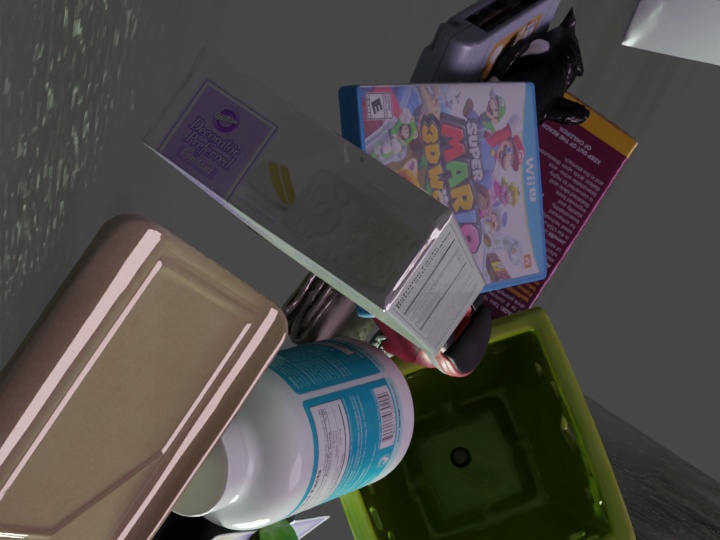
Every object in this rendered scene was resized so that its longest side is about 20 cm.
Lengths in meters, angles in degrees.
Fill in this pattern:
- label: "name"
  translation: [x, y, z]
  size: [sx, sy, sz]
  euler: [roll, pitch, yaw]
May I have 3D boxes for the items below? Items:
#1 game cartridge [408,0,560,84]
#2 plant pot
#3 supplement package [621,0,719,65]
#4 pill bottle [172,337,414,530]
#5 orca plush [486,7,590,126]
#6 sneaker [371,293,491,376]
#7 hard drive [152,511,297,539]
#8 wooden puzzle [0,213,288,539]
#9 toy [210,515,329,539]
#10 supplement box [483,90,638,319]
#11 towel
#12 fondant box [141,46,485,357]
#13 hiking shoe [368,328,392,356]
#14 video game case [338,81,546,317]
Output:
- label: "game cartridge"
  translation: [0.087, -0.147, 1.019]
  size: [0.200, 0.041, 0.133]
  euler: [-40, 155, -51]
- label: "plant pot"
  translation: [0.088, 0.158, 1.084]
  size: [0.199, 0.200, 0.181]
  euler: [-20, 173, 2]
- label: "supplement package"
  translation: [0.289, -0.282, 1.095]
  size: [0.117, 0.117, 0.200]
  euler: [104, -3, -55]
- label: "pill bottle"
  translation: [-0.056, 0.110, 0.905]
  size: [0.200, 0.111, 0.111]
  euler: [-7, 130, -58]
- label: "orca plush"
  translation: [0.142, -0.127, 1.032]
  size: [0.200, 0.071, 0.105]
  euler: [-38, 157, -54]
- label: "sneaker"
  translation: [0.016, -0.010, 0.922]
  size: [0.074, 0.087, 0.200]
  euler: [-46, 123, -41]
- label: "hard drive"
  translation: [-0.108, 0.184, 0.999]
  size: [0.200, 0.042, 0.135]
  euler: [5, 119, -60]
- label: "wooden puzzle"
  translation: [-0.132, 0.071, 0.718]
  size: [0.185, 0.037, 0.200]
  euler: [-56, 155, -3]
- label: "toy"
  translation: [-0.113, 0.243, 0.946]
  size: [0.115, 0.047, 0.200]
  euler: [1, 140, -51]
- label: "supplement box"
  translation: [0.135, -0.057, 1.182]
  size: [0.200, 0.103, 0.131]
  euler: [-57, -173, 0]
- label: "towel"
  translation: [0.000, 0.000, 1.053]
  size: [0.133, 0.034, 0.200]
  euler: [-56, 166, 4]
- label: "fondant box"
  translation: [-0.014, -0.027, 0.696]
  size: [0.058, 0.144, 0.200]
  euler: [-55, 167, -3]
- label: "hiking shoe"
  translation: [0.044, 0.086, 1.356]
  size: [0.200, 0.076, 0.101]
  euler: [-57, 179, 42]
- label: "video game case"
  translation: [0.061, -0.053, 0.894]
  size: [0.200, 0.018, 0.143]
  euler: [-10, 97, -50]
